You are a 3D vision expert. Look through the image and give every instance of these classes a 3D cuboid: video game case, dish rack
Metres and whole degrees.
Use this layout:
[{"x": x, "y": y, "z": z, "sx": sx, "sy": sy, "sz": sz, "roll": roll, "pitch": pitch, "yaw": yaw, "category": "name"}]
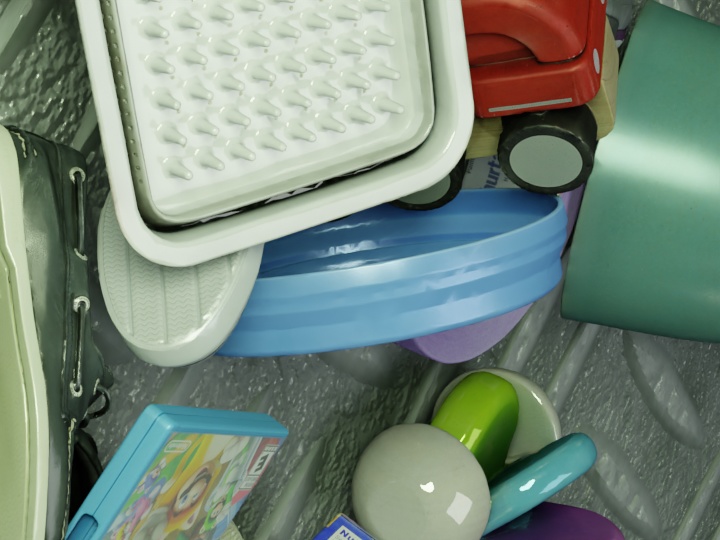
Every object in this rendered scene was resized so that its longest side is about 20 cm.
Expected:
[{"x": -0.114, "y": 0.148, "z": 1.060, "sx": 0.201, "sy": 0.018, "sz": 0.143, "roll": -57, "pitch": 162, "yaw": 6, "category": "video game case"}, {"x": -0.043, "y": -0.116, "z": 0.959, "sx": 0.171, "sy": 0.043, "sz": 0.201, "roll": -19, "pitch": 111, "yaw": -27, "category": "dish rack"}]

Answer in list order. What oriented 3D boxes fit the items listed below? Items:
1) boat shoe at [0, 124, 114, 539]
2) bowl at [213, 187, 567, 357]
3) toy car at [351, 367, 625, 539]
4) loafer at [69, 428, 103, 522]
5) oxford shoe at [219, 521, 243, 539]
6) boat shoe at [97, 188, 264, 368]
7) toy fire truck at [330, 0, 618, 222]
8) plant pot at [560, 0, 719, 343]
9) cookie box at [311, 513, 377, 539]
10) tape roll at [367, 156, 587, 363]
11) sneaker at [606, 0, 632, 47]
[{"x": -0.134, "y": 0.038, "z": 0.995, "sx": 0.066, "sy": 0.074, "sz": 0.201, "roll": 1, "pitch": 76, "yaw": -42, "category": "boat shoe"}, {"x": 0.000, "y": 0.000, "z": 1.124, "sx": 0.200, "sy": 0.200, "sz": 0.040, "roll": -22, "pitch": 106, "yaw": -52, "category": "bowl"}, {"x": 0.080, "y": 0.162, "z": 1.394, "sx": 0.175, "sy": 0.149, "sz": 0.201, "roll": -27, "pitch": 131, "yaw": -61, "category": "toy car"}, {"x": -0.141, "y": 0.137, "z": 1.109, "sx": 0.068, "sy": 0.070, "sz": 0.201, "roll": -44, "pitch": 143, "yaw": -35, "category": "loafer"}, {"x": -0.091, "y": 0.159, "z": 1.225, "sx": 0.075, "sy": 0.058, "sz": 0.200, "roll": -55, "pitch": 162, "yaw": -19, "category": "oxford shoe"}, {"x": -0.070, "y": -0.033, "z": 1.045, "sx": 0.071, "sy": 0.072, "sz": 0.201, "roll": 76, "pitch": 12, "yaw": -51, "category": "boat shoe"}, {"x": 0.017, "y": -0.142, "z": 1.106, "sx": 0.201, "sy": 0.175, "sz": 0.129, "roll": 66, "pitch": 25, "yaw": -44, "category": "toy fire truck"}, {"x": 0.224, "y": -0.046, "z": 1.443, "sx": 0.201, "sy": 0.160, "sz": 0.202, "roll": 16, "pitch": 90, "yaw": -80, "category": "plant pot"}, {"x": -0.059, "y": 0.251, "z": 1.267, "sx": 0.200, "sy": 0.075, "sz": 0.172, "roll": -41, "pitch": 159, "yaw": -39, "category": "cookie box"}, {"x": 0.054, "y": -0.054, "z": 1.315, "sx": 0.200, "sy": 0.065, "sz": 0.201, "roll": -37, "pitch": 138, "yaw": -44, "category": "tape roll"}, {"x": 0.120, "y": -0.178, "z": 1.267, "sx": 0.088, "sy": 0.074, "sz": 0.200, "roll": -59, "pitch": -172, "yaw": 16, "category": "sneaker"}]
